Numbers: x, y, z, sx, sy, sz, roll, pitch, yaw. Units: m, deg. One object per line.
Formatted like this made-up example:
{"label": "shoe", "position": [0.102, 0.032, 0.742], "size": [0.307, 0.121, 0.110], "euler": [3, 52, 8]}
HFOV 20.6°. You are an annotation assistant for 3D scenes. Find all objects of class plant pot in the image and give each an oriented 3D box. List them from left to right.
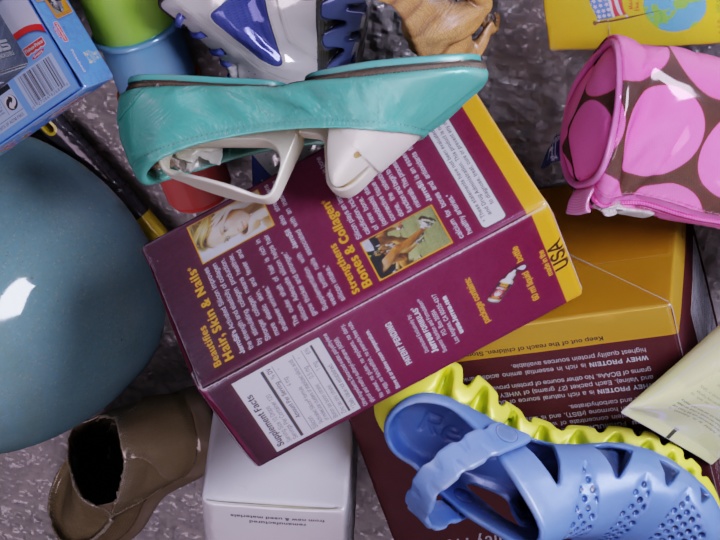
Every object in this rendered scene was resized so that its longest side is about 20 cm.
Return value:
{"label": "plant pot", "position": [-0.234, 0.033, 1.179], "size": [0.200, 0.135, 0.200], "euler": [11, 126, 16]}

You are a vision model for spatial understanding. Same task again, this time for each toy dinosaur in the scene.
{"label": "toy dinosaur", "position": [0.039, -0.133, 1.019], "size": [0.060, 0.106, 0.200], "euler": [30, 175, 27]}

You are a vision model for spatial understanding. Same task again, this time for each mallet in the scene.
{"label": "mallet", "position": [-0.121, -0.032, 1.192], "size": [0.066, 0.041, 0.200], "euler": [-24, 114, 28]}

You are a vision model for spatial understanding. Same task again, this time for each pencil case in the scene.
{"label": "pencil case", "position": [0.203, -0.058, 1.038], "size": [0.200, 0.094, 0.091], "euler": [10, 166, -15]}

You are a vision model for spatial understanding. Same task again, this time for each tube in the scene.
{"label": "tube", "position": [0.228, 0.023, 1.023], "size": [0.058, 0.052, 0.200], "euler": [45, 111, 5]}

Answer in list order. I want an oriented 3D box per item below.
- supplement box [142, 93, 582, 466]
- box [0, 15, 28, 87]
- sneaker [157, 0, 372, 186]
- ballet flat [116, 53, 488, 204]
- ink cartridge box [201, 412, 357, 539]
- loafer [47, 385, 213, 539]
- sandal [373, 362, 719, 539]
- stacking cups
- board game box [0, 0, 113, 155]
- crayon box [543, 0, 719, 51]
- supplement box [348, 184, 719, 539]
{"label": "supplement box", "position": [0.000, 0.000, 1.048], "size": [0.200, 0.110, 0.086], "euler": [-28, 140, 1]}
{"label": "box", "position": [-0.293, -0.122, 1.061], "size": [0.200, 0.051, 0.158], "euler": [-33, 90, 30]}
{"label": "sneaker", "position": [-0.055, -0.127, 1.082], "size": [0.115, 0.081, 0.200], "euler": [13, 121, 2]}
{"label": "ballet flat", "position": [-0.030, -0.070, 1.019], "size": [0.200, 0.067, 0.071], "euler": [-3, 85, 15]}
{"label": "ink cartridge box", "position": [-0.045, 0.138, 1.206], "size": [0.084, 0.146, 0.200], "euler": [3, 141, 1]}
{"label": "loafer", "position": [-0.161, 0.124, 1.264], "size": [0.067, 0.076, 0.200], "euler": [2, 152, -33]}
{"label": "sandal", "position": [0.098, 0.120, 1.058], "size": [0.200, 0.087, 0.080], "euler": [17, 125, -3]}
{"label": "stacking cups", "position": [-0.124, -0.122, 1.114], "size": [0.060, 0.061, 0.200], "euler": [-4, 128, 15]}
{"label": "board game box", "position": [-0.245, -0.152, 1.080], "size": [0.151, 0.037, 0.200], "euler": [-30, 92, 29]}
{"label": "crayon box", "position": [0.189, -0.182, 1.003], "size": [0.200, 0.051, 0.127], "euler": [-2, 126, 13]}
{"label": "supplement box", "position": [0.108, 0.072, 1.157], "size": [0.197, 0.133, 0.200], "euler": [-9, 123, 18]}
